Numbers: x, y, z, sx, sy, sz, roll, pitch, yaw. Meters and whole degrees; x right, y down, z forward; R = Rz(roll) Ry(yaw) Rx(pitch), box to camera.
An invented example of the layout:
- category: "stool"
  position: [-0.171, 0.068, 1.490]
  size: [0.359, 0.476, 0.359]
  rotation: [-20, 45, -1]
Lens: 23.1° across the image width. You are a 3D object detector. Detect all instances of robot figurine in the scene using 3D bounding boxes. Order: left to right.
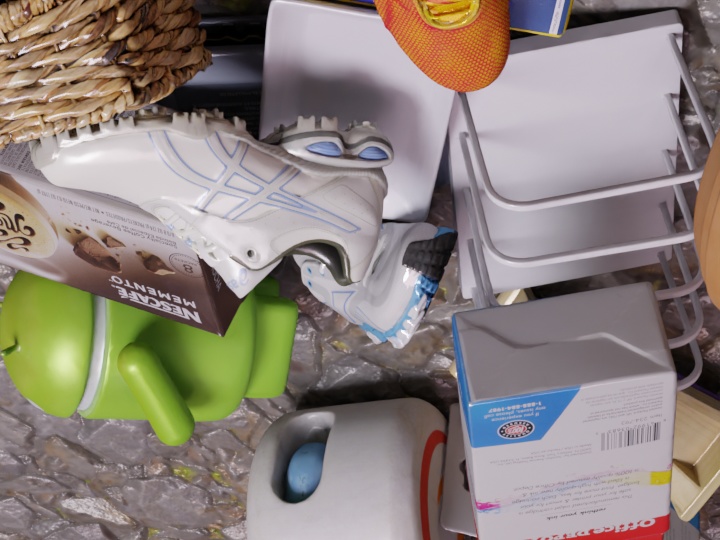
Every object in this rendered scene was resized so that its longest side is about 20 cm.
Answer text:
- category: "robot figurine"
  position: [-0.144, 0.039, 1.152]
  size: [0.198, 0.176, 0.117]
  rotation: [3, 111, -23]

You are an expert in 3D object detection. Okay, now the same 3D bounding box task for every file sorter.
- category: "file sorter"
  position: [0.130, -0.024, 1.024]
  size: [0.137, 0.125, 0.201]
  rotation: [-10, 139, -1]

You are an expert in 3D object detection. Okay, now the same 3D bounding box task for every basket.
- category: "basket"
  position: [-0.200, -0.144, 0.912]
  size: [0.198, 0.143, 0.150]
  rotation: [-9, 106, 21]

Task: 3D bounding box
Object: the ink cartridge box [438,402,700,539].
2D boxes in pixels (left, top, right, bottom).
- category: "ink cartridge box"
  position: [0.145, 0.182, 1.290]
  size: [0.198, 0.116, 0.068]
  rotation: [16, 139, -8]

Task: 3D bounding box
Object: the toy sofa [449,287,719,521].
- category: "toy sofa"
  position: [0.164, 0.082, 1.211]
  size: [0.199, 0.098, 0.083]
  rotation: [27, 112, -21]

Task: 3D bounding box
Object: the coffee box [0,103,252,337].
- category: "coffee box"
  position: [-0.160, -0.047, 1.053]
  size: [0.198, 0.080, 0.113]
  rotation: [18, 150, 16]

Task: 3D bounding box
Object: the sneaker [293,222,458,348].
- category: "sneaker"
  position: [0.000, 0.000, 1.093]
  size: [0.086, 0.075, 0.200]
  rotation: [29, 167, -6]

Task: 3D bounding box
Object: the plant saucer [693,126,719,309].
- category: "plant saucer"
  position: [0.238, -0.068, 0.952]
  size: [0.037, 0.200, 0.201]
  rotation: [31, 149, 29]

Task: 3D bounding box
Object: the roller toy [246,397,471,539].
- category: "roller toy"
  position: [-0.001, 0.189, 1.273]
  size: [0.138, 0.184, 0.200]
  rotation: [-8, 173, 17]

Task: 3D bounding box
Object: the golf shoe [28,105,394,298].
- category: "golf shoe"
  position: [-0.077, -0.035, 0.936]
  size: [0.198, 0.098, 0.078]
  rotation: [3, 177, -19]

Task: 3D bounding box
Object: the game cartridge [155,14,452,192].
- category: "game cartridge"
  position: [-0.039, -0.095, 1.062]
  size: [0.198, 0.041, 0.134]
  rotation: [0, 135, 10]

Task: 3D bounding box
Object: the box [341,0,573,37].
- category: "box"
  position: [0.016, -0.180, 0.920]
  size: [0.198, 0.070, 0.065]
  rotation: [9, 127, -2]

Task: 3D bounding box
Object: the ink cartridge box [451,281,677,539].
- category: "ink cartridge box"
  position: [0.118, 0.103, 1.019]
  size: [0.115, 0.068, 0.201]
  rotation: [-9, 139, -1]

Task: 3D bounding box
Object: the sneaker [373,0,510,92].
- category: "sneaker"
  position: [0.029, -0.155, 0.833]
  size: [0.072, 0.078, 0.201]
  rotation: [-13, 135, 9]

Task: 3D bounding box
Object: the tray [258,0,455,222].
- category: "tray"
  position: [-0.003, -0.092, 0.994]
  size: [0.106, 0.022, 0.200]
  rotation: [9, 151, -1]
